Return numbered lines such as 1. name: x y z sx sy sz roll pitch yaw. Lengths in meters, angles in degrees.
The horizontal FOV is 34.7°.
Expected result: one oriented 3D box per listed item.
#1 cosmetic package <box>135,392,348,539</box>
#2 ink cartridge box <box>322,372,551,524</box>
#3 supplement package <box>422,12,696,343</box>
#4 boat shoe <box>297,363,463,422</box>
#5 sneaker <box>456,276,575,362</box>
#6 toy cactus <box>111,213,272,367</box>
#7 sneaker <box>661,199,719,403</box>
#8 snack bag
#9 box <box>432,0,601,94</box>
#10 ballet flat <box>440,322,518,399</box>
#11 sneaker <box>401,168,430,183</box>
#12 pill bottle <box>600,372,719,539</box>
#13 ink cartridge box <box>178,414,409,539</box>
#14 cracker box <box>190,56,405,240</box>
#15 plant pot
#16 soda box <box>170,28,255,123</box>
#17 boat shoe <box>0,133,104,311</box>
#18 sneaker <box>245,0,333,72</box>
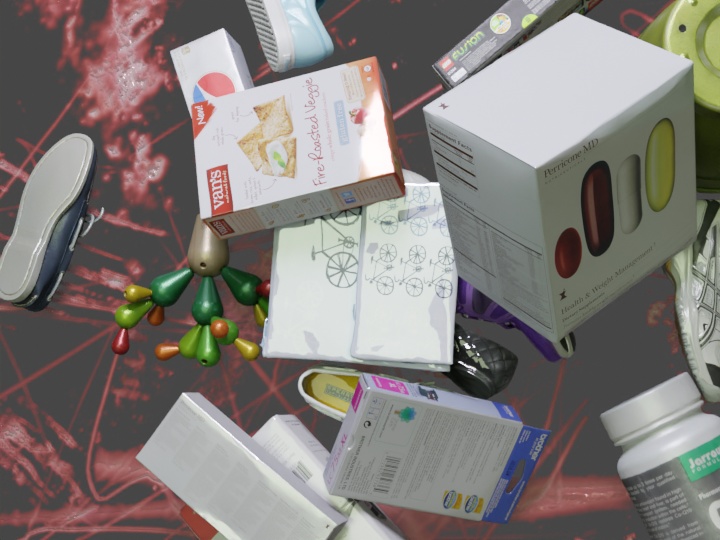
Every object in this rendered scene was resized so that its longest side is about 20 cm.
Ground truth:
1. cosmetic package: -0.115 0.212 1.120 0.200 0.051 0.083 38 96 14
2. ink cartridge box: 0.075 0.178 1.129 0.199 0.042 0.120 15 109 -17
3. supplement package: 0.187 -0.085 1.044 0.191 0.201 0.147 -34 43 -20
4. boat shoe: 0.029 0.137 1.166 0.201 0.086 0.075 19 88 13
5. sneaker: 0.136 0.027 1.176 0.200 0.081 0.084 43 107 22
6. toy cactus: -0.170 0.019 1.225 0.199 0.102 0.166 -6 73 19
7. sneaker: 0.346 0.025 1.122 0.087 0.076 0.201 -11 82 10
8. snack bag: 0.000 0.000 1.156 0.199 0.021 0.190 4 87 9
9. box: 0.166 -0.245 1.172 0.200 0.110 0.035 -40 78 4
10. ballet flat: 0.072 0.058 1.192 0.200 0.067 0.057 38 55 11
11. sneaker: -0.019 -0.105 1.213 0.199 0.072 0.073 31 93 15
12. pill bottle: 0.313 0.207 1.089 0.113 0.113 0.201 -28 80 7
13. ink cartridge box: -0.060 0.268 1.171 0.147 0.083 0.200 -45 77 4
14. cracker box: -0.064 -0.121 1.149 0.199 0.058 0.135 -14 66 10
15. plant pot: 0.344 -0.190 1.087 0.199 0.193 0.202 -1 83 11
16. soda box: -0.138 -0.152 1.245 0.068 0.064 0.201 -20 80 8
17. boat shoe: -0.334 -0.051 1.271 0.074 0.062 0.201 10 77 28
18. sneaker: -0.080 -0.308 1.259 0.081 0.074 0.201 -10 75 -20
